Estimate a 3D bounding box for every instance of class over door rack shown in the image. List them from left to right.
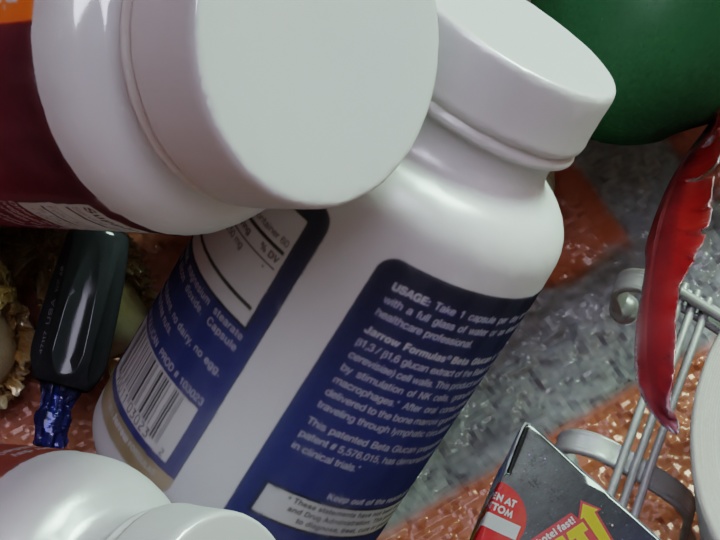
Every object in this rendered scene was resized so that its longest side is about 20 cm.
[{"bbox_3d":[0.153,0.108,0.767,0.199,0.067,0.149,26,66,-5],"label":"over door rack"}]

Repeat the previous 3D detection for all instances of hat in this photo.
[{"bbox_3d":[0.086,-0.053,0.789,0.165,0.200,0.177,30,87,10],"label":"hat"}]

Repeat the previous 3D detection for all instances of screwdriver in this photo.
[{"bbox_3d":[-0.112,0.081,0.763,0.029,0.028,0.202,5,81,25],"label":"screwdriver"}]

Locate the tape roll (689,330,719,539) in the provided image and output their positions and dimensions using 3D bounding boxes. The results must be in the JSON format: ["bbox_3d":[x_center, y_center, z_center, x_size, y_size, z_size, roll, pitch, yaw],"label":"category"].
[{"bbox_3d":[0.206,0.060,0.690,0.201,0.037,0.204,-8,49,9],"label":"tape roll"}]

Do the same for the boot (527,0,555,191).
[{"bbox_3d":[-0.007,-0.090,0.832,0.199,0.072,0.156,21,62,-15],"label":"boot"}]

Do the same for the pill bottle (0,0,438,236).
[{"bbox_3d":[-0.079,-0.069,0.663,0.199,0.114,0.115,3,55,45],"label":"pill bottle"}]

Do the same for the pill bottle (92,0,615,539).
[{"bbox_3d":[0.000,0.000,0.728,0.111,0.111,0.201,39,113,17],"label":"pill bottle"}]

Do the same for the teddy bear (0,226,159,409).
[{"bbox_3d":[-0.142,-0.042,0.834,0.144,0.067,0.201,-31,76,-10],"label":"teddy bear"}]

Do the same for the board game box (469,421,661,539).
[{"bbox_3d":[0.062,0.160,0.649,0.199,0.062,0.201,-29,72,-19],"label":"board game box"}]

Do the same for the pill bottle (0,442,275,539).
[{"bbox_3d":[-0.123,0.110,0.684,0.199,0.112,0.113,1,59,34],"label":"pill bottle"}]
